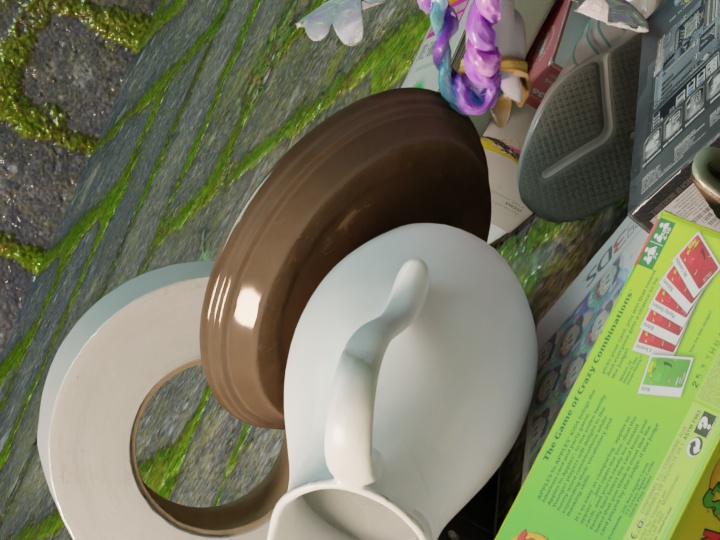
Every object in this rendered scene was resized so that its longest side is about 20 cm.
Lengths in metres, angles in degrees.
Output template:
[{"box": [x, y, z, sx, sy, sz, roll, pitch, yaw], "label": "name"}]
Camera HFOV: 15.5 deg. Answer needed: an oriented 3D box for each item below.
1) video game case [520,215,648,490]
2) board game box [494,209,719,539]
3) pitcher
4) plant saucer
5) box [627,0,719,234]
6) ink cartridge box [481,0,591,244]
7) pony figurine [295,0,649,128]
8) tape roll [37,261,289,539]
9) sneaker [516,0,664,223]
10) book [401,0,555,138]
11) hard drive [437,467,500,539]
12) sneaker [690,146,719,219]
[{"box": [0.130, 0.036, 1.235, 0.182, 0.024, 0.200, -53, 17, 36], "label": "video game case"}, {"box": [0.121, 0.084, 1.073, 0.102, 0.048, 0.200, 26, 89, 59], "label": "board game box"}, {"box": [0.017, 0.055, 1.259, 0.172, 0.121, 0.200, 94, -168, -45], "label": "pitcher"}, {"box": [0.000, 0.000, 1.376, 0.029, 0.200, 0.200, 34, 99, 34], "label": "plant saucer"}, {"box": [0.201, -0.115, 1.161, 0.200, 0.051, 0.158, -43, 22, 34], "label": "box"}, {"box": [0.099, -0.103, 1.519, 0.200, 0.067, 0.117, -43, 24, 55], "label": "ink cartridge box"}, {"box": [0.065, -0.167, 1.296, 0.193, 0.166, 0.201, -27, -59, -79], "label": "pony figurine"}, {"box": [-0.086, 0.096, 1.545, 0.203, 0.202, 0.071, -62, 13, 1], "label": "tape roll"}, {"box": [0.145, -0.109, 1.383, 0.201, 0.070, 0.080, -57, 8, -7], "label": "sneaker"}, {"box": [0.078, -0.160, 1.489, 0.201, 0.048, 0.134, -65, 11, -6], "label": "book"}, {"box": [0.027, 0.134, 1.403, 0.140, 0.038, 0.200, -53, 17, 33], "label": "hard drive"}, {"box": [0.205, -0.063, 1.037, 0.200, 0.075, 0.071, -49, 19, 46], "label": "sneaker"}]
